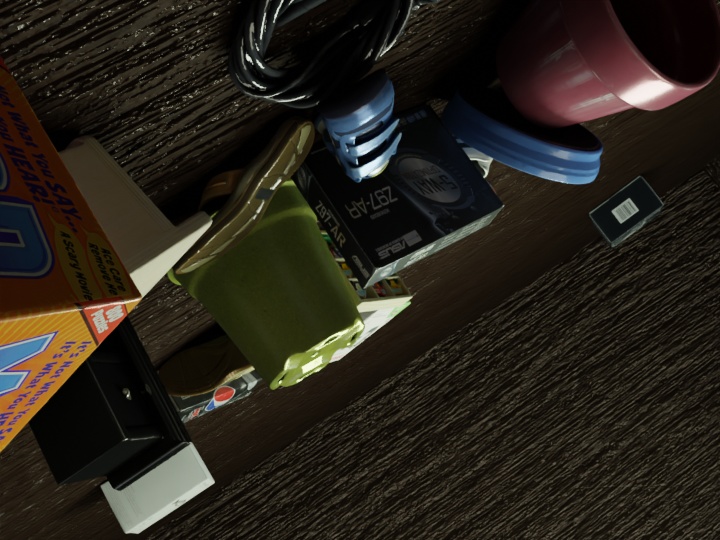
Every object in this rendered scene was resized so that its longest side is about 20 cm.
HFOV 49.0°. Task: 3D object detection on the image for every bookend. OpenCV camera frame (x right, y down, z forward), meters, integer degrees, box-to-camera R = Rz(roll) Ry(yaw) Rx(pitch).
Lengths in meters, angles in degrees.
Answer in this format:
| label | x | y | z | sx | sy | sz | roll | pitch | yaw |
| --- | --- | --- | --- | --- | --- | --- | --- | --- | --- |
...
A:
| label | x | y | z | sx | sy | sz | roll | pitch | yaw |
| --- | --- | --- | --- | --- | --- | --- | --- | --- | --- |
| bookend | -0.271 | 0.095 | 0.706 | 0.092 | 0.200 | 0.200 | -33 | 166 | 6 |

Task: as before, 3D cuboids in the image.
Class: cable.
| label | x | y | z | sx | sy | sz | roll | pitch | yaw |
| --- | --- | --- | --- | --- | --- | --- | --- | --- | --- |
| cable | -0.016 | -0.202 | 0.620 | 0.199 | 0.051 | 0.163 | -32 | 168 | -4 |

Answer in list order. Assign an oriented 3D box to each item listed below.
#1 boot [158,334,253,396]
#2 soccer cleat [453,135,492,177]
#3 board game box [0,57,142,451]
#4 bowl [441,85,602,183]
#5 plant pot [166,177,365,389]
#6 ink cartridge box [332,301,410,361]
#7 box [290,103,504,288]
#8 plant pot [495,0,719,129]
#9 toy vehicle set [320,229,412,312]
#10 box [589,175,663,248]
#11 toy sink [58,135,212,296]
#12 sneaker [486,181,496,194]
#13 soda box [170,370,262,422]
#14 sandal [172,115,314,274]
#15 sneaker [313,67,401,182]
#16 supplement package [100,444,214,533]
| label | x | y | z | sx | sy | sz | roll | pitch | yaw |
| --- | --- | --- | --- | --- | --- | --- | --- | --- | --- |
| boot | -0.210 | 0.139 | 1.259 | 0.198 | 0.073 | 0.155 | -26 | 176 | 3 |
| soccer cleat | 0.161 | -0.170 | 1.062 | 0.199 | 0.086 | 0.069 | -30 | 165 | -18 |
| board game box | -0.276 | 0.002 | 0.383 | 0.200 | 0.201 | 0.199 | -42 | 165 | 26 |
| bowl | 0.196 | -0.167 | 0.944 | 0.200 | 0.200 | 0.040 | -17 | 135 | -50 |
| plant pot | -0.094 | 0.026 | 0.916 | 0.199 | 0.185 | 0.201 | -33 | 166 | -9 |
| ink cartridge box | -0.023 | 0.090 | 1.495 | 0.200 | 0.084 | 0.145 | -40 | 165 | 21 |
| box | 0.042 | -0.091 | 0.897 | 0.199 | 0.161 | 0.044 | -25 | 163 | -31 |
| plant pot | 0.250 | -0.245 | 0.842 | 0.199 | 0.202 | 0.178 | -23 | 178 | -37 |
| toy vehicle set | 0.000 | 0.000 | 1.171 | 0.026 | 0.125 | 0.200 | -39 | 166 | 20 |
| box | 0.850 | -0.184 | 2.535 | 0.199 | 0.125 | 0.196 | -38 | 168 | 13 |
| toy sink | -0.225 | -0.013 | 0.592 | 0.130 | 0.112 | 0.200 | -40 | -176 | 27 |
| sneaker | 0.069 | -0.079 | 1.003 | 0.198 | 0.078 | 0.082 | -1 | -138 | 29 |
| soda box | -0.259 | 0.197 | 1.333 | 0.199 | 0.071 | 0.063 | -16 | 155 | -53 |
| sandal | -0.124 | -0.080 | 0.791 | 0.201 | 0.054 | 0.080 | -51 | 170 | 6 |
| sneaker | 0.004 | -0.132 | 0.747 | 0.073 | 0.083 | 0.200 | -29 | -176 | -1 |
| supplement package | -0.433 | 0.460 | 1.702 | 0.199 | 0.118 | 0.117 | -32 | 165 | -12 |
